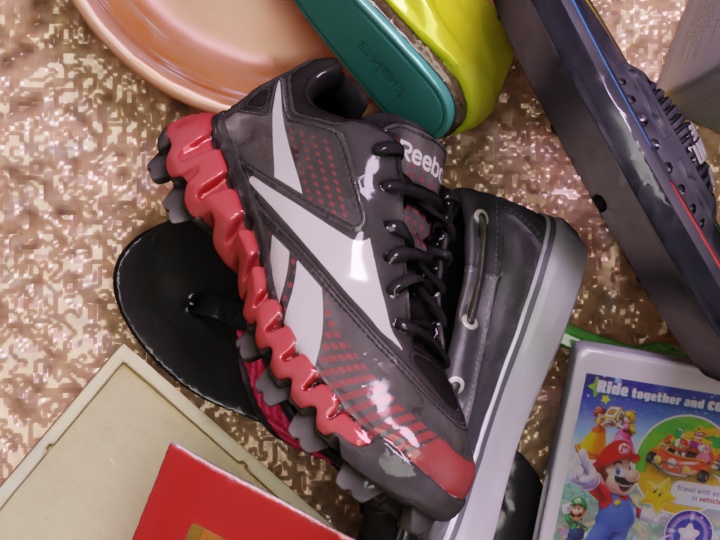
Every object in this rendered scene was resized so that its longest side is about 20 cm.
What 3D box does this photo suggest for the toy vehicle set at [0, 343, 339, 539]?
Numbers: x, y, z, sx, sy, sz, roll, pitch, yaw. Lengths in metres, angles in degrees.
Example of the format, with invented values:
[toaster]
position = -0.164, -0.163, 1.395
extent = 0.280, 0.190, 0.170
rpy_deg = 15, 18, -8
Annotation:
[toy vehicle set]
position = -0.059, 0.140, 0.918
extent = 0.200, 0.027, 0.124
rpy_deg = 42, 82, -3

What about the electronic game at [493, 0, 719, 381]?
[electronic game]
position = 0.106, -0.042, 0.871
extent = 0.041, 0.200, 0.201
rpy_deg = -29, 90, 10

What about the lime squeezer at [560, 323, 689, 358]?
[lime squeezer]
position = 0.115, 0.076, 0.942
extent = 0.070, 0.038, 0.201
rpy_deg = -28, 92, -12

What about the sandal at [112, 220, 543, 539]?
[sandal]
position = -0.007, 0.045, 0.923
extent = 0.200, 0.045, 0.075
rpy_deg = 38, 82, -4

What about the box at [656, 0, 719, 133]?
[box]
position = 0.198, -0.113, 0.886
extent = 0.097, 0.200, 0.125
rpy_deg = 23, 84, -5

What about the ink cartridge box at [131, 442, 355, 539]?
[ink cartridge box]
position = -0.026, 0.184, 0.847
extent = 0.175, 0.045, 0.201
rpy_deg = 25, 119, 3

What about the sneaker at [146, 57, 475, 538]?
[sneaker]
position = 0.000, 0.000, 0.850
extent = 0.098, 0.071, 0.201
rpy_deg = -36, 55, 10

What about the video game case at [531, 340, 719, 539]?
[video game case]
position = 0.133, 0.137, 0.926
extent = 0.142, 0.018, 0.201
rpy_deg = 10, 99, -7

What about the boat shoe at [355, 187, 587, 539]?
[boat shoe]
position = 0.024, 0.064, 0.887
extent = 0.056, 0.069, 0.201
rpy_deg = 26, 74, -17

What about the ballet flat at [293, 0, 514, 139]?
[ballet flat]
position = -0.015, -0.136, 0.897
extent = 0.200, 0.067, 0.067
rpy_deg = 46, 61, -5

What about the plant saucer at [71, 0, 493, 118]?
[plant saucer]
position = -0.030, -0.155, 0.940
extent = 0.199, 0.037, 0.202
rpy_deg = 0, 86, -7
